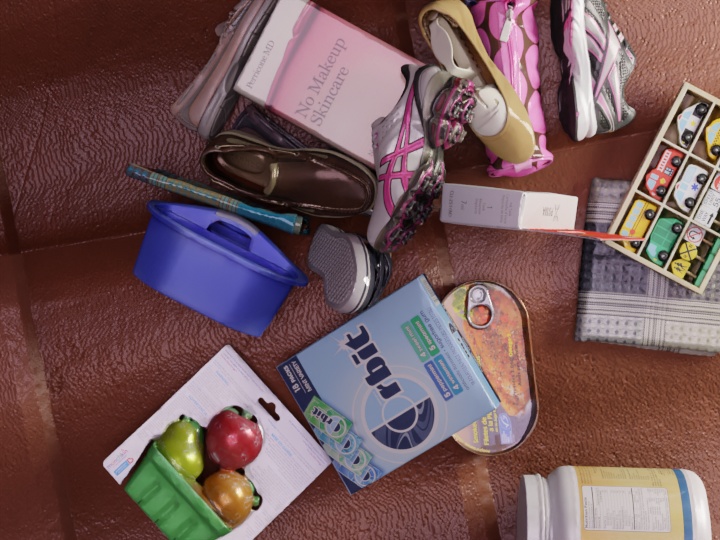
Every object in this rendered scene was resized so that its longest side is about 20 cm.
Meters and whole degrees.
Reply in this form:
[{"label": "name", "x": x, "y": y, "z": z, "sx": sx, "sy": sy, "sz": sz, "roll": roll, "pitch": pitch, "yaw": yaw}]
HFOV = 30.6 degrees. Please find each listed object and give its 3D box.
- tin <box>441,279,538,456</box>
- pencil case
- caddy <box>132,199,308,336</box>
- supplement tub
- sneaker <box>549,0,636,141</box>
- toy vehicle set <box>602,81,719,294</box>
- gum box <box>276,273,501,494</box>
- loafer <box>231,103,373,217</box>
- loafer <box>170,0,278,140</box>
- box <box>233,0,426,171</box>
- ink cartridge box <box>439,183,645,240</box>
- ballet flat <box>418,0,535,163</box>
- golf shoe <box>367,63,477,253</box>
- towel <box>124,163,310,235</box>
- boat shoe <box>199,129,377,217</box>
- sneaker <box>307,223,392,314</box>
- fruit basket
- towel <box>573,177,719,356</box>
[{"label": "tin", "x": 0.142, "y": 0.110, "z": 1.513, "sx": 0.110, "sy": 0.042, "sz": 0.203, "roll": -6, "pitch": 94, "yaw": -2}, {"label": "pencil case", "x": 0.168, "y": -0.205, "z": 1.464, "sx": 0.090, "sy": 0.094, "sz": 0.203, "roll": -9, "pitch": 95, "yaw": -9}, {"label": "caddy", "x": -0.155, "y": -0.013, "z": 1.464, "sx": 0.198, "sy": 0.141, "sz": 0.106, "roll": 26, "pitch": 97, "yaw": -1}, {"label": "supplement tub", "x": 0.277, "y": 0.292, "z": 1.464, "sx": 0.197, "sy": 0.145, "sz": 0.147, "roll": 1, "pitch": 93, "yaw": 2}, {"label": "sneaker", "x": 0.265, "y": -0.250, "z": 1.478, "sx": 0.085, "sy": 0.080, "sz": 0.203, "roll": -6, "pitch": 101, "yaw": -10}, {"label": "toy vehicle set", "x": 0.370, "y": -0.091, "z": 1.474, "sx": 0.123, "sy": 0.027, "sz": 0.202, "roll": 27, "pitch": 92, "yaw": 3}, {"label": "gum box", "x": 0.031, "y": 0.129, "z": 1.490, "sx": 0.199, "sy": 0.045, "sz": 0.171, "roll": -32, "pitch": 88, "yaw": 15}, {"label": "loafer", "x": -0.057, "y": -0.124, "z": 1.491, "sx": 0.198, "sy": 0.072, "sz": 0.064, "roll": 25, "pitch": 90, "yaw": 3}, {"label": "loafer", "x": -0.151, "y": -0.249, "z": 1.489, "sx": 0.062, "sy": 0.072, "sz": 0.202, "roll": 28, "pitch": 97, "yaw": 7}, {"label": "box", "x": -0.023, "y": -0.206, "z": 1.464, "sx": 0.198, "sy": 0.109, "sz": 0.129, "roll": 28, "pitch": 95, "yaw": 0}, {"label": "ink cartridge box", "x": 0.198, "y": -0.061, "z": 1.394, "sx": 0.172, "sy": 0.199, "sz": 0.044, "roll": 7, "pitch": 94, "yaw": 25}, {"label": "ballet flat", "x": 0.118, "y": -0.200, "z": 1.412, "sx": 0.068, "sy": 0.063, "sz": 0.202, "roll": -36, "pitch": 78, "yaw": 34}, {"label": "golf shoe", "x": 0.047, "y": -0.118, "z": 1.386, "sx": 0.091, "sy": 0.072, "sz": 0.202, "roll": 26, "pitch": 95, "yaw": 24}, {"label": "towel", "x": -0.151, "y": -0.080, "z": 1.457, "sx": 0.198, "sy": 0.147, "sz": 0.022, "roll": 19, "pitch": 92, "yaw": 2}, {"label": "boat shoe", "x": -0.081, "y": -0.097, "z": 1.422, "sx": 0.200, "sy": 0.075, "sz": 0.076, "roll": 13, "pitch": 109, "yaw": 16}, {"label": "sneaker", "x": 0.000, "y": 0.000, "z": 1.433, "sx": 0.079, "sy": 0.200, "sz": 0.079, "roll": 20, "pitch": 103, "yaw": -17}, {"label": "fruit basket", "x": -0.164, "y": 0.220, "z": 1.517, "sx": 0.200, "sy": 0.094, "sz": 0.185, "roll": -44, "pitch": 92, "yaw": -12}, {"label": "towel", "x": 0.350, "y": -0.004, "z": 1.506, "sx": 0.197, "sy": 0.035, "sz": 0.195, "roll": 5, "pitch": 91, "yaw": 4}]
